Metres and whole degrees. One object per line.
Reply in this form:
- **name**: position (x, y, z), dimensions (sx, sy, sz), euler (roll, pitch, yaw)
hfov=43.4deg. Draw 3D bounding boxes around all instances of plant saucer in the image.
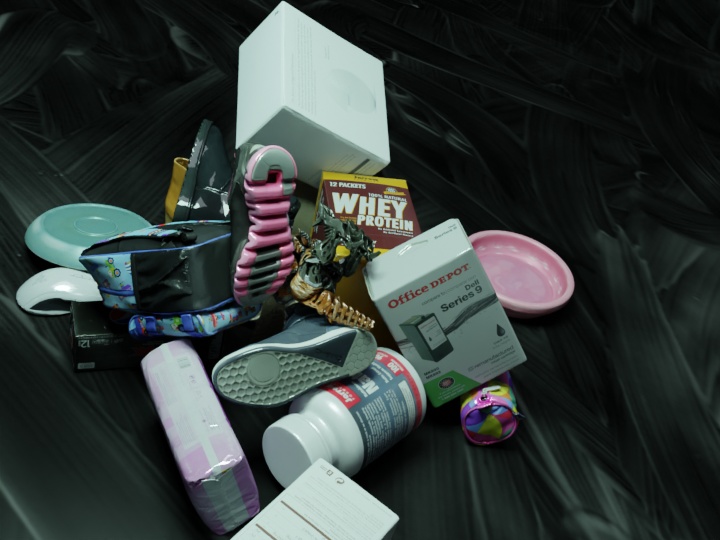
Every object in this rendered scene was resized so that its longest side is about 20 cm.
- **plant saucer**: position (-0.393, -0.056, 1.341), dimensions (0.196, 0.028, 0.201), euler (10, 24, -5)
- **plant saucer**: position (0.254, 0.012, 1.507), dimensions (0.197, 0.051, 0.202), euler (10, 38, -8)

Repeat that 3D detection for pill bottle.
- **pill bottle**: position (-0.020, 0.187, 1.120), dimensions (0.119, 0.121, 0.199), euler (36, 41, 25)

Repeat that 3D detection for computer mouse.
- **computer mouse**: position (-0.376, 0.024, 1.264), dimensions (0.197, 0.044, 0.110), euler (-3, 41, -23)

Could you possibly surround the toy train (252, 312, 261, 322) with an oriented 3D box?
- **toy train**: position (-0.189, -0.008, 1.300), dimensions (0.197, 0.117, 0.085), euler (22, 21, 5)

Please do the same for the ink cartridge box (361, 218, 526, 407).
- **ink cartridge box**: position (0.109, 0.057, 1.177), dimensions (0.144, 0.201, 0.084), euler (-28, 31, 6)

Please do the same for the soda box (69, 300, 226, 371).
- **soda box**: position (-0.283, 0.082, 1.207), dimensions (0.197, 0.064, 0.071), euler (-2, 39, -23)

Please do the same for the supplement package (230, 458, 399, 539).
- **supplement package**: position (-0.067, 0.317, 0.939), dimensions (0.116, 0.118, 0.199), euler (32, 40, 21)

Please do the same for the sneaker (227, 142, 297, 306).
- **sneaker**: position (-0.129, -0.059, 1.082), dimensions (0.078, 0.203, 0.095), euler (-5, 25, -37)

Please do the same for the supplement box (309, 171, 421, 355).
- **supplement box**: position (0.000, 0.000, 1.304), dimensions (0.130, 0.200, 0.201), euler (5, 37, -13)

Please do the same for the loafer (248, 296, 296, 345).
- **loafer**: position (-0.102, 0.074, 1.258), dimensions (0.068, 0.075, 0.203), euler (38, 47, -35)

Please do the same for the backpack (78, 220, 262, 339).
- **backpack**: position (-0.245, 0.009, 1.140), dimensions (0.197, 0.137, 0.182), euler (-5, 8, 22)

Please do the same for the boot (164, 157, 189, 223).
- **boot**: position (-0.214, -0.075, 1.363), dimensions (0.199, 0.146, 0.071), euler (28, 32, 17)

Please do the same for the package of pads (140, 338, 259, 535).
- **package of pads**: position (-0.187, 0.190, 1.050), dimensions (0.075, 0.122, 0.201), euler (-22, 48, -15)

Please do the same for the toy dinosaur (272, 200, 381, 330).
- **toy dinosaur**: position (-0.049, 0.000, 1.119), dimensions (0.200, 0.136, 0.102), euler (42, 8, 9)

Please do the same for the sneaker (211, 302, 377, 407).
- **sneaker**: position (-0.097, 0.100, 1.113), dimensions (0.199, 0.078, 0.146), euler (-11, 17, -21)

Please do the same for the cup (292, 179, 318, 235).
- **cup**: position (-0.105, -0.126, 1.461), dimensions (0.143, 0.200, 0.200), euler (45, 40, -1)

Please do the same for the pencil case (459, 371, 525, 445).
- **pencil case**: position (0.174, 0.149, 1.268), dimensions (0.087, 0.089, 0.201), euler (10, 34, -7)

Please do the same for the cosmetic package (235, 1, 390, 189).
- **cosmetic package**: position (-0.072, -0.246, 1.336), dimensions (0.198, 0.122, 0.202), euler (24, 49, -36)

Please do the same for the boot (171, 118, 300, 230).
- **boot**: position (-0.168, -0.112, 1.278), dimensions (0.165, 0.077, 0.202), euler (16, 47, -13)
